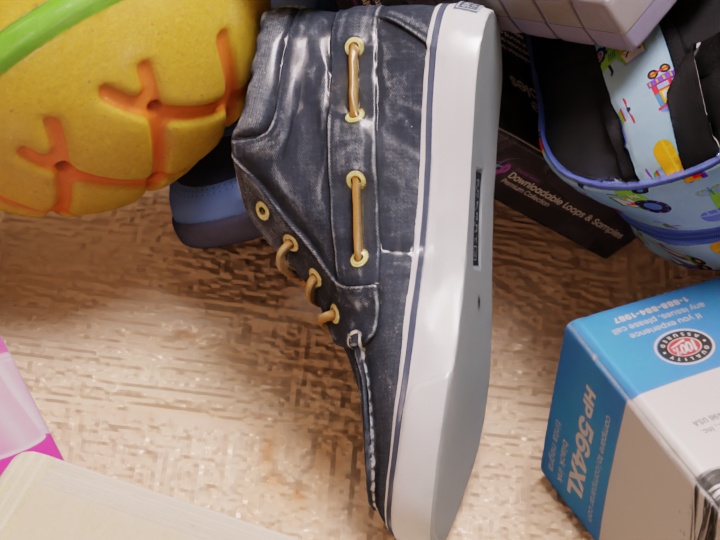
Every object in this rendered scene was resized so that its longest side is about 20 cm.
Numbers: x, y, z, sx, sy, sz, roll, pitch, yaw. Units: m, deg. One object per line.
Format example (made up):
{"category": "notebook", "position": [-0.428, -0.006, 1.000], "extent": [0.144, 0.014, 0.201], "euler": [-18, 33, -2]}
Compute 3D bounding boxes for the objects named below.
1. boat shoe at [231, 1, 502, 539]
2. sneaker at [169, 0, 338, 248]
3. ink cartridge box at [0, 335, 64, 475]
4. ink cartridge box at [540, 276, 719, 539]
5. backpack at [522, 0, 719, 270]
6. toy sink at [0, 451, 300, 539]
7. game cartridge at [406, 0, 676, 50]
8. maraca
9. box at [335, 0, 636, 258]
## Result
{"category": "boat shoe", "position": [0.000, 0.000, 1.091], "extent": [0.091, 0.200, 0.071], "euler": [3, -6, 14]}
{"category": "sneaker", "position": [-0.038, -0.082, 1.207], "extent": [0.074, 0.082, 0.200], "euler": [-8, 33, 21]}
{"category": "ink cartridge box", "position": [-0.160, 0.071, 1.061], "extent": [0.095, 0.037, 0.200], "euler": [-12, 47, -22]}
{"category": "ink cartridge box", "position": [0.178, 0.091, 1.057], "extent": [0.146, 0.084, 0.200], "euler": [-14, 46, -25]}
{"category": "backpack", "position": [0.156, -0.081, 1.128], "extent": [0.182, 0.135, 0.200], "euler": [-25, 34, 17]}
{"category": "toy sink", "position": [-0.094, 0.177, 0.879], "extent": [0.112, 0.130, 0.200], "euler": [18, 41, 10]}
{"category": "game cartridge", "position": [0.116, -0.165, 1.118], "extent": [0.130, 0.038, 0.200], "euler": [19, 62, 47]}
{"category": "maraca", "position": [-0.120, -0.067, 1.123], "extent": [0.200, 0.137, 0.107], "euler": [-32, 74, 12]}
{"category": "box", "position": [0.043, -0.109, 1.227], "extent": [0.143, 0.036, 0.200], "euler": [26, 34, -40]}
